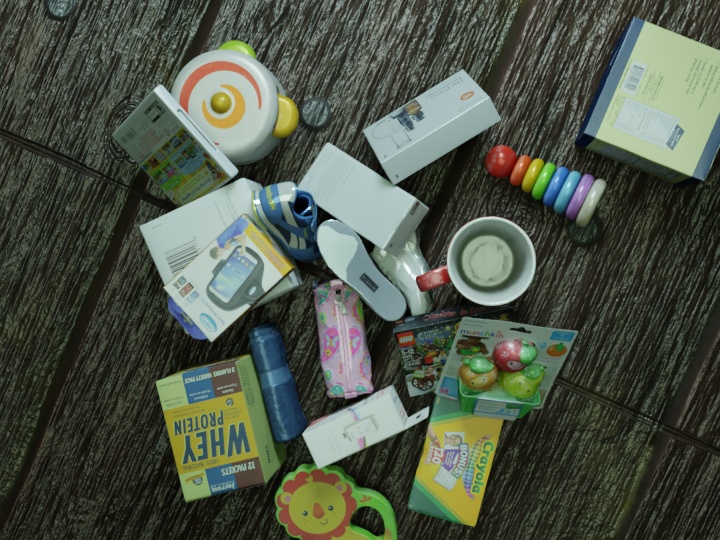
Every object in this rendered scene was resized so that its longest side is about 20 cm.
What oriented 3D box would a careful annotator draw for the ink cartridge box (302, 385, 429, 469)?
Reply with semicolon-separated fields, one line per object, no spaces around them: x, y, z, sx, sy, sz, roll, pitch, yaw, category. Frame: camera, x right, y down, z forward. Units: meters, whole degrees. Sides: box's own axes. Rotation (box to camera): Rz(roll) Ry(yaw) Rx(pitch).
0.012;0.250;1.605;0.199;0.116;0.068;-25;89;5;ink cartridge box

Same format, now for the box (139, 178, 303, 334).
-0.228;-0.023;1.616;0.199;0.131;0.199;-24;89;5;box

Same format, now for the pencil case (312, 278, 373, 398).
-0.029;0.113;1.623;0.087;0.087;0.201;-6;91;6;pencil case

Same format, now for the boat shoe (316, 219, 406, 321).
0.000;0.000;1.576;0.070;0.066;0.200;-45;97;-4;boat shoe

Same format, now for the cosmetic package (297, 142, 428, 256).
0.002;-0.117;1.589;0.200;0.074;0.102;36;95;25;cosmetic package

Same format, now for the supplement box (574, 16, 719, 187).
0.480;-0.263;1.542;0.199;0.134;0.201;23;93;5;supplement box

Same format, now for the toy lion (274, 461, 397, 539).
-0.041;0.415;1.627;0.199;0.069;0.192;-6;97;5;toy lion

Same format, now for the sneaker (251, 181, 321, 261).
-0.099;-0.078;1.575;0.082;0.200;0.074;-25;58;14;sneaker

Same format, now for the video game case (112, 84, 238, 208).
-0.308;-0.194;1.586;0.182;0.200;0.023;49;55;-12;video game case

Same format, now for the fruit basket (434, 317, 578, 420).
0.227;0.154;1.522;0.185;0.200;0.094;8;51;-6;fruit basket

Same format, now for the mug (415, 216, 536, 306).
0.185;-0.019;1.542;0.177;0.200;0.134;10;92;6;mug

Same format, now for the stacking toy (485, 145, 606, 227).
0.301;-0.151;1.597;0.200;0.085;0.086;27;93;11;stacking toy

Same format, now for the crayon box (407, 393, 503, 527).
0.160;0.315;1.620;0.118;0.058;0.201;14;92;5;crayon box

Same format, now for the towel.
-0.139;0.186;1.620;0.048;0.112;0.201;-14;89;4;towel

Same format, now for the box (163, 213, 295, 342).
-0.217;0.019;1.531;0.200;0.041;0.119;-43;88;2;box

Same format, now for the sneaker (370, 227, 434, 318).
0.064;-0.007;1.625;0.099;0.078;0.201;-16;80;12;sneaker

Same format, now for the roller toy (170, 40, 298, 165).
-0.217;-0.268;1.608;0.182;0.140;0.200;-39;88;5;roller toy

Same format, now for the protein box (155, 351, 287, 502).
-0.223;0.249;1.585;0.134;0.200;0.199;-14;90;5;protein box

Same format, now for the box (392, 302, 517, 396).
0.163;0.127;1.596;0.199;0.038;0.137;-13;120;6;box

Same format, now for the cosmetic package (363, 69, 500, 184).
0.112;-0.236;1.570;0.200;0.151;0.052;-31;122;5;cosmetic package
